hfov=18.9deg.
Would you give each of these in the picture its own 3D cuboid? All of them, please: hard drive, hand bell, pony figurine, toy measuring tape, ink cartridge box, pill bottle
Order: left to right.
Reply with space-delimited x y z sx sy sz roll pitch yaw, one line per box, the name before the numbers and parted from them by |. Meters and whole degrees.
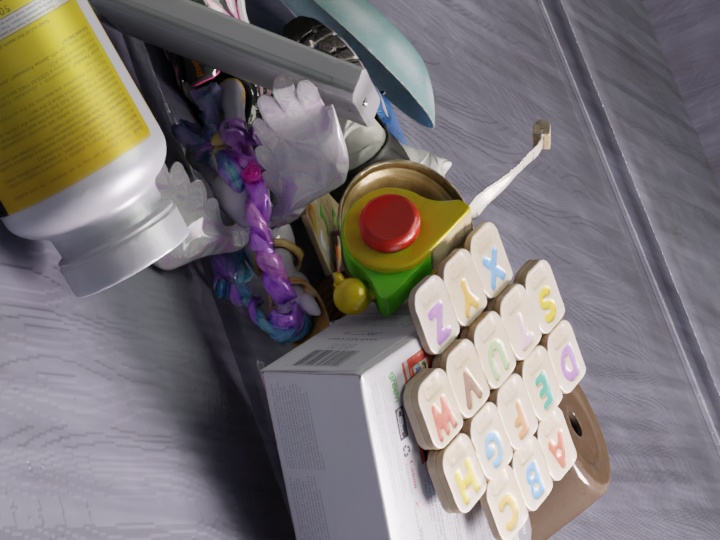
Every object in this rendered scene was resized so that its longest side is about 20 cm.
pill bottle | -0.186 -0.089 1.302 0.200 0.112 0.112 61 20 -11
hard drive | -0.087 -0.156 1.527 0.132 0.199 0.026 45 66 -82
pony figurine | -0.078 -0.051 1.518 0.193 0.166 0.200 62 3 -35
hand bell | 0.000 0.000 1.616 0.104 0.200 0.105 6 70 -18
ink cartridge box | 0.030 0.131 1.483 0.175 0.084 0.201 -31 115 -52
toy measuring tape | 0.046 -0.046 1.489 0.074 0.200 0.074 39 -20 17

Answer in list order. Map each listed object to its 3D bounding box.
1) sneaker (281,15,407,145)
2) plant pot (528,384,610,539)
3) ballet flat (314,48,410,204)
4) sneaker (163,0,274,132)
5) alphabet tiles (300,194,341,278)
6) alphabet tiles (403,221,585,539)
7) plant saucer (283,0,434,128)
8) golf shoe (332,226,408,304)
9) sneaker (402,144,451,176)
sneaker | -0.014 -0.137 1.890 0.200 0.078 0.089 59 6 -26
plant pot | 0.087 0.145 1.636 0.200 0.174 0.201 51 23 -32
ballet flat | -0.015 -0.109 1.674 0.068 0.068 0.200 55 4 -37
sneaker | -0.118 -0.180 1.640 0.200 0.080 0.086 55 23 -23
alphabet tiles | -0.026 -0.051 1.756 0.167 0.006 0.200 -92 164 -48
alphabet tiles | 0.095 0.076 1.482 0.200 0.015 0.196 -42 119 -48
plant saucer | 0.002 -0.205 1.897 0.201 0.039 0.201 42 -2 1
golf shoe | 0.037 0.012 1.683 0.200 0.091 0.075 -110 176 -51
sneaker | 0.051 -0.022 1.809 0.099 0.075 0.201 8 60 -22
